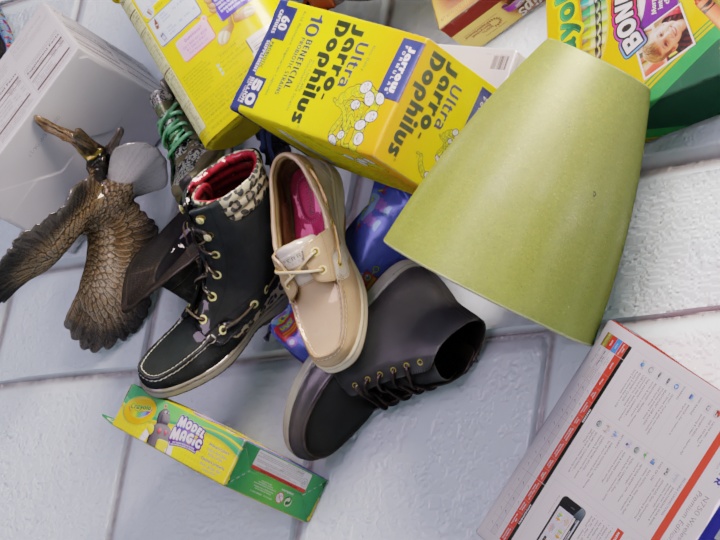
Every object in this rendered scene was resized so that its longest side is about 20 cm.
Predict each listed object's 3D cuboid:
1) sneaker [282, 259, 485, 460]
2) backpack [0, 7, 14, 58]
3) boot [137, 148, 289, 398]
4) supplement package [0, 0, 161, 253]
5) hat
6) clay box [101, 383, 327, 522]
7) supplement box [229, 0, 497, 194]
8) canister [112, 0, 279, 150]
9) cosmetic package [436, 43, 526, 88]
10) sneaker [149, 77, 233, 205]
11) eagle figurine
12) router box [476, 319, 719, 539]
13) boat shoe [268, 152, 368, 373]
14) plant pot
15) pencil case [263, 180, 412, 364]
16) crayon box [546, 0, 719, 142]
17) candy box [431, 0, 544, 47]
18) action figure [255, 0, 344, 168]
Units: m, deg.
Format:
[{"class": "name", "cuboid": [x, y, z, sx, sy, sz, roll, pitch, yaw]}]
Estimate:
[{"class": "sneaker", "cuboid": [0.017, 0.094, 1.605, 0.201, 0.075, 0.106, -55, 44, 4]}, {"class": "backpack", "cuboid": [-0.523, -0.246, 2.239, 0.200, 0.134, 0.183, -47, 45, 13]}, {"class": "boot", "cuboid": [-0.138, 0.002, 1.663, 0.203, 0.155, 0.073, -39, 43, -17]}, {"class": "supplement package", "cuboid": [-0.320, -0.149, 1.985, 0.200, 0.155, 0.111, -51, 45, 10]}, {"class": "hat", "cuboid": [-0.140, -0.018, 1.793, 0.200, 0.081, 0.201, -41, 20, 19]}, {"class": "clay box", "cuboid": [-0.135, 0.158, 1.683, 0.199, 0.115, 0.048, 22, 83, 46]}, {"class": "supplement box", "cuboid": [0.002, -0.145, 1.602, 0.199, 0.109, 0.110, 22, 85, 46]}, {"class": "canister", "cuboid": [-0.136, -0.232, 1.744, 0.148, 0.086, 0.201, -36, 79, 27]}, {"class": "cosmetic package", "cuboid": [0.081, -0.163, 1.674, 0.199, 0.082, 0.051, 11, 79, 46]}, {"class": "sneaker", "cuboid": [-0.179, -0.136, 1.855, 0.077, 0.088, 0.201, -44, 22, 20]}, {"class": "eagle figurine", "cuboid": [-0.276, -0.036, 1.888, 0.150, 0.151, 0.202, 9, 65, 7]}, {"class": "router box", "cuboid": [0.204, 0.166, 1.412, 0.179, 0.049, 0.201, 37, 95, 46]}, {"class": "boat shoe", "cuboid": [-0.046, -0.010, 1.608, 0.073, 0.069, 0.202, -26, 60, 26]}, {"class": "plant pot", "cuboid": [0.143, -0.072, 1.477, 0.187, 0.186, 0.202, 30, 96, 47]}, {"class": "pencil case", "cuboid": [0.000, 0.000, 1.668, 0.201, 0.078, 0.087, -55, 29, 7]}, {"class": "crayon box", "cuboid": [0.239, -0.211, 1.568, 0.171, 0.058, 0.202, -20, 57, 35]}, {"class": "candy box", "cuboid": [0.111, -0.316, 1.746, 0.116, 0.056, 0.202, -34, 48, 27]}, {"class": "action figure", "cuboid": [-0.055, -0.179, 1.816, 0.193, 0.104, 0.202, -29, 65, 38]}]
